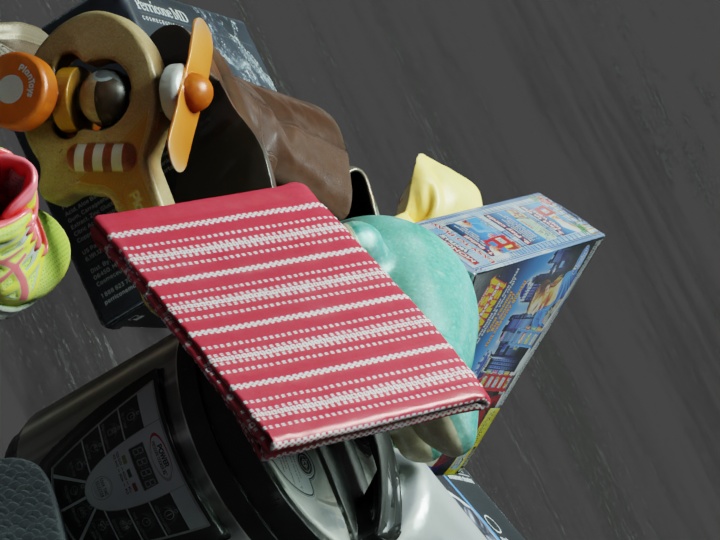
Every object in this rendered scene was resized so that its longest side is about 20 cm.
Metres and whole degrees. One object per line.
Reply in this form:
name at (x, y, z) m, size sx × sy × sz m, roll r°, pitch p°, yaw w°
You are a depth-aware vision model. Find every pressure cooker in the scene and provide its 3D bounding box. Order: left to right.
pressure cooker at (-0.076, 0.114, 1.309) m, size 0.176 × 0.200 × 0.179 m, roll 51°, pitch 21°, yaw -27°

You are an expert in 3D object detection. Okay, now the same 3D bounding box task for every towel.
towel at (-0.041, 0.023, 1.261) m, size 0.145 × 0.023 × 0.200 m, roll -11°, pitch 43°, yaw -33°

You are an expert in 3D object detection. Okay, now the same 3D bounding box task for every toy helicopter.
toy helicopter at (-0.128, -0.064, 1.396) m, size 0.200 × 0.132 × 0.079 m, roll 65°, pitch 15°, yaw 16°

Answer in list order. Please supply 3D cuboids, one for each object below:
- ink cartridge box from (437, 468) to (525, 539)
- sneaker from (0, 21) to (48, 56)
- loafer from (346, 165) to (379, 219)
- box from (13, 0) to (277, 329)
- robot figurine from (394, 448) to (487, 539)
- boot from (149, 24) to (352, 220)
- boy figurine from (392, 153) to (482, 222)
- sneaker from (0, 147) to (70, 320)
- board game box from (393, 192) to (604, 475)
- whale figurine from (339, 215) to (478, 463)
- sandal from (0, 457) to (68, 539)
ink cartridge box at (0.032, 0.156, 1.696) m, size 0.200 × 0.043 × 0.198 m, roll 46°, pitch 12°, yaw 22°
sneaker at (-0.249, -0.110, 1.436) m, size 0.200 × 0.070 × 0.076 m, roll -5°, pitch 84°, yaw -65°
loafer at (0.000, 0.020, 1.669) m, size 0.072 × 0.063 × 0.200 m, roll 1°, pitch 61°, yaw -36°
box at (-0.124, -0.071, 1.599) m, size 0.200 × 0.117 × 0.197 m, roll 63°, pitch 19°, yaw 12°
robot figurine at (0.023, 0.188, 1.453) m, size 0.113 × 0.170 × 0.200 m, roll -54°, pitch 125°, yaw -23°
boot at (-0.050, -0.053, 1.499) m, size 0.200 × 0.064 × 0.187 m, roll 31°, pitch 37°, yaw -61°
boy figurine at (0.000, 0.000, 1.563) m, size 0.064 × 0.200 × 0.124 m, roll 43°, pitch -13°, yaw 10°
sneaker at (-0.210, -0.028, 1.346) m, size 0.078 × 0.090 × 0.200 m, roll 64°, pitch 17°, yaw 16°
board game box at (0.059, 0.037, 1.556) m, size 0.062 × 0.200 × 0.200 m, roll 34°, pitch 8°, yaw 22°
whale figurine at (0.032, 0.037, 1.379) m, size 0.200 × 0.104 × 0.159 m, roll 37°, pitch -32°, yaw 66°
sandal at (-0.163, 0.183, 1.189) m, size 0.043 × 0.076 × 0.200 m, roll 80°, pitch -2°, yaw -49°
